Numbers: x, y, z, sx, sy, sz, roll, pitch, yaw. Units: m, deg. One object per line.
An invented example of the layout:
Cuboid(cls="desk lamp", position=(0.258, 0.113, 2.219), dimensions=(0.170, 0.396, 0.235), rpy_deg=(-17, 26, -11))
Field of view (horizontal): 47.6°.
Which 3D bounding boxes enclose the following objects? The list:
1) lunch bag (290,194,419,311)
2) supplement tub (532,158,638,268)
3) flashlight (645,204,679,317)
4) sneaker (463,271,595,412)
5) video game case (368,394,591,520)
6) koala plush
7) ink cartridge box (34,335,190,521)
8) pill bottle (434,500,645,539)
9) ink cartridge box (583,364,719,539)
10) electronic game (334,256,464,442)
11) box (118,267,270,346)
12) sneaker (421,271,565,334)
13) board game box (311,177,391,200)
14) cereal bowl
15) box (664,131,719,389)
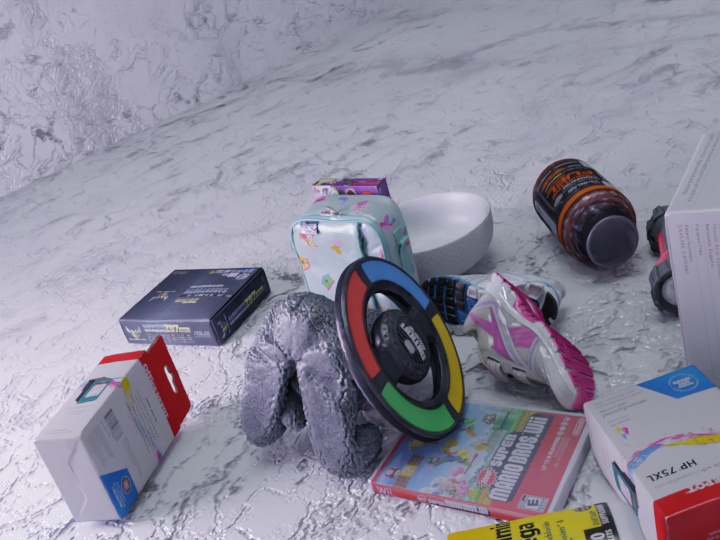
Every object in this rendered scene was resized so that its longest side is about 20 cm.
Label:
Cuboid(cls="lunch bag", position=(0.000, 0.000, 1.060), dimensions=(0.158, 0.204, 0.077), rpy_deg=(6, 35, 38))
Cuboid(cls="supplement tub", position=(0.310, -0.077, 1.119), dimensions=(0.104, 0.109, 0.201), rpy_deg=(-17, 24, 1))
Cuboid(cls="flashlight", position=(0.383, -0.017, 1.007), dimensions=(0.066, 0.069, 0.201), rpy_deg=(-13, 20, 18))
Cuboid(cls="sneaker", position=(0.182, 0.093, 0.905), dimensions=(0.089, 0.081, 0.201), rpy_deg=(-49, 37, 12))
Cuboid(cls="video game case", position=(0.123, 0.184, 0.820), dimensions=(0.196, 0.018, 0.143), rpy_deg=(0, 31, 35))
Cuboid(cls="koala plush", position=(-0.016, 0.100, 0.931), dimensions=(0.174, 0.189, 0.198), rpy_deg=(13, 18, 33))
Cuboid(cls="ink cartridge box", position=(-0.284, 0.180, 0.969), dimensions=(0.066, 0.119, 0.201), rpy_deg=(-9, 25, 19))
Cuboid(cls="pill bottle", position=(0.112, 0.243, 0.592), dimensions=(0.195, 0.115, 0.113), rpy_deg=(-14, 24, 8))
Cuboid(cls="ink cartridge box", position=(0.280, 0.172, 0.677), dimensions=(0.113, 0.069, 0.201), rpy_deg=(-19, 25, -2))
Cuboid(cls="electronic game", position=(0.044, 0.078, 0.844), dimensions=(0.041, 0.201, 0.201), rpy_deg=(-30, 16, 30))
Cuboid(cls="box", position=(-0.264, 0.056, 1.306), dimensions=(0.196, 0.052, 0.158), rpy_deg=(-2, 30, 31))
Cuboid(cls="sneaker", position=(0.171, 0.036, 1.048), dimensions=(0.196, 0.077, 0.086), rpy_deg=(3, 18, 33))
Cuboid(cls="board game box", position=(0.010, -0.028, 1.111), dimensions=(0.118, 0.204, 0.032), rpy_deg=(2, 31, 37))
Cuboid(cls="cereal bowl", position=(0.105, -0.037, 1.205), dimensions=(0.195, 0.085, 0.201), rpy_deg=(-15, 25, 7))
Cuboid(cls="box", position=(0.403, -0.016, 0.821), dimensions=(0.128, 0.204, 0.199), rpy_deg=(-1, 29, 35))
